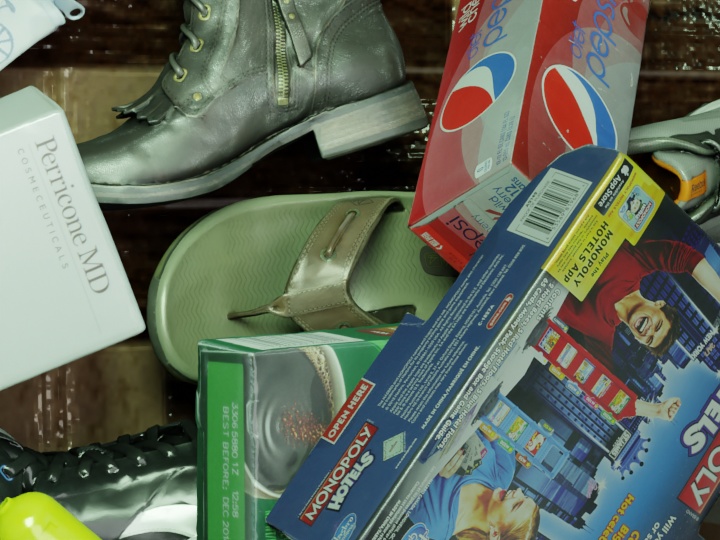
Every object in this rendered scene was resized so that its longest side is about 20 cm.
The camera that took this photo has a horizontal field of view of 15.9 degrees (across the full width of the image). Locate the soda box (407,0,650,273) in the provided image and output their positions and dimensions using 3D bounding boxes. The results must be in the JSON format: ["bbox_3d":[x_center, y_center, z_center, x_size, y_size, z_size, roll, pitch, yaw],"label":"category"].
[{"bbox_3d":[0.079,-0.078,1.161,0.070,0.063,0.200,41,38,-23],"label":"soda box"}]

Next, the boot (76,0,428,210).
[{"bbox_3d":[-0.070,-0.123,1.131,0.200,0.069,0.174,-17,94,-17],"label":"boot"}]

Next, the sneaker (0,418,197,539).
[{"bbox_3d":[-0.117,0.087,1.094,0.200,0.073,0.112,-38,108,-10],"label":"sneaker"}]

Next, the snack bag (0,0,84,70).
[{"bbox_3d":[-0.182,-0.173,1.066,0.200,0.021,0.189,-40,100,-10],"label":"snack bag"}]

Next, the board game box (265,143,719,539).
[{"bbox_3d":[0.094,0.080,1.076,0.200,0.062,0.200,41,80,-35],"label":"board game box"}]

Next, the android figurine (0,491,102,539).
[{"bbox_3d":[-0.169,0.160,1.052,0.200,0.041,0.182,44,110,-11],"label":"android figurine"}]

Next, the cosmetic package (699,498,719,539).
[{"bbox_3d":[0.198,0.154,1.262,0.087,0.103,0.200,-4,91,-26],"label":"cosmetic package"}]

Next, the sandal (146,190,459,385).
[{"bbox_3d":[0.001,-0.001,1.140,0.201,0.057,0.080,-12,92,-20],"label":"sandal"}]

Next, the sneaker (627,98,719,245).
[{"bbox_3d":[0.164,-0.043,1.254,0.200,0.079,0.074,-13,95,-29],"label":"sneaker"}]

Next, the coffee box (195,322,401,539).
[{"bbox_3d":[0.020,0.084,1.105,0.200,0.044,0.123,-2,95,-40],"label":"coffee box"}]

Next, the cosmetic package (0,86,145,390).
[{"bbox_3d":[-0.200,0.011,1.033,0.200,0.071,0.101,-23,106,-11],"label":"cosmetic package"}]
